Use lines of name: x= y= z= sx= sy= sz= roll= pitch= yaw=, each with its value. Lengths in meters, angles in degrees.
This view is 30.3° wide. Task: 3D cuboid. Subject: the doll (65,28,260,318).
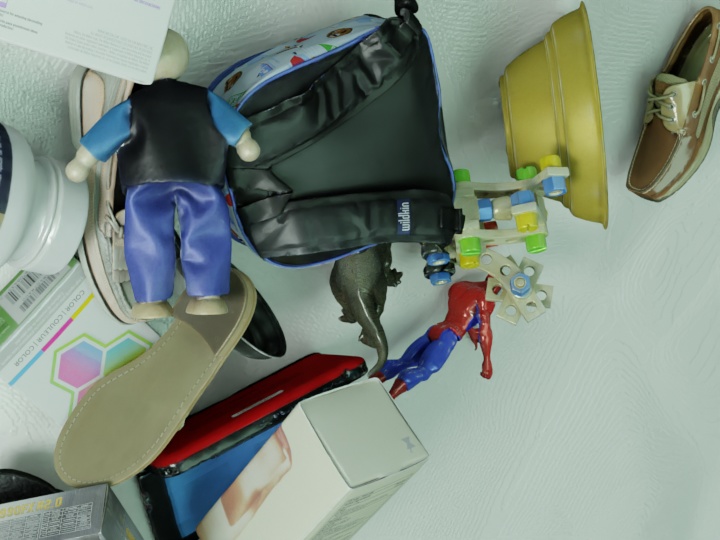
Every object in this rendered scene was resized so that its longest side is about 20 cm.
doll: x=-0.138 y=-0.069 z=0.931 sx=0.135 sy=0.048 sz=0.202 roll=-3 pitch=93 yaw=-8

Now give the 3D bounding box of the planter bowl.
planter bowl: x=0.168 y=-0.132 z=1.180 sx=0.083 sy=0.201 sz=0.202 roll=-6 pitch=122 yaw=7

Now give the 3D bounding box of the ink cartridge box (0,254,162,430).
ink cartridge box: x=-0.208 y=0.078 z=1.060 sx=0.104 sy=0.059 sz=0.200 roll=-47 pitch=131 yaw=-8

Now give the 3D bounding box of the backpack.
backpack: x=-0.035 y=-0.099 z=1.036 sx=0.189 sy=0.154 sz=0.202 roll=-24 pitch=111 yaw=-26

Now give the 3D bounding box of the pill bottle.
pill bottle: x=-0.290 y=-0.057 z=0.900 sx=0.199 sy=0.111 sz=0.112 roll=15 pitch=103 yaw=-39

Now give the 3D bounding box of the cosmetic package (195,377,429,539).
cosmetic package: x=-0.045 y=0.190 z=1.127 sx=0.103 sy=0.088 sz=0.200 roll=-11 pitch=150 yaw=-46

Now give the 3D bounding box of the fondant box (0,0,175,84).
fondant box: x=-0.180 y=-0.236 z=0.848 sx=0.143 sy=0.058 sz=0.202 roll=14 pitch=95 yaw=-35

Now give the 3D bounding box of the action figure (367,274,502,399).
action figure: x=0.082 y=0.087 z=1.258 sx=0.200 sy=0.065 sz=0.099 roll=-47 pitch=127 yaw=-19

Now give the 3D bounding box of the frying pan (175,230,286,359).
frying pan: x=-0.126 y=0.011 z=1.056 sx=0.031 sy=0.115 sz=0.190 roll=-40 pitch=131 yaw=14

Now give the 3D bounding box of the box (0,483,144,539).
box: x=-0.262 y=0.250 z=1.042 sx=0.198 sy=0.049 sz=0.159 roll=-13 pitch=131 yaw=9

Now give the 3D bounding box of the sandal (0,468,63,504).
sandal: x=-0.257 y=0.218 z=1.109 sx=0.075 sy=0.045 sz=0.200 roll=-49 pitch=137 yaw=-3

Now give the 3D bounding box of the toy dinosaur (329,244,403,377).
toy dinosaur: x=0.000 y=0.000 z=1.132 sx=0.103 sy=0.076 sz=0.201 roll=79 pitch=21 yaw=-45

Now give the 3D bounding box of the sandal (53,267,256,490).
sandal: x=-0.144 y=0.089 z=1.026 sx=0.212 sy=0.078 sz=0.070 roll=-50 pitch=159 yaw=9

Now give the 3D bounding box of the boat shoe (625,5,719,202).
boat shoe: x=0.312 y=-0.168 z=1.308 sx=0.074 sy=0.075 sz=0.201 roll=30 pitch=85 yaw=-36

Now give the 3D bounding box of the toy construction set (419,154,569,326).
toy construction set: x=0.116 y=-0.028 z=1.164 sx=0.130 sy=0.093 sz=0.201 roll=-9 pitch=149 yaw=2

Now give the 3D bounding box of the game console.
game console: x=-0.087 y=0.165 z=1.158 sx=0.199 sy=0.172 sz=0.120 roll=-27 pitch=99 yaw=-23

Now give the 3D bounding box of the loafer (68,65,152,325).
loafer: x=-0.170 y=-0.057 z=0.980 sx=0.072 sy=0.062 sz=0.202 roll=-19 pitch=105 yaw=-51
